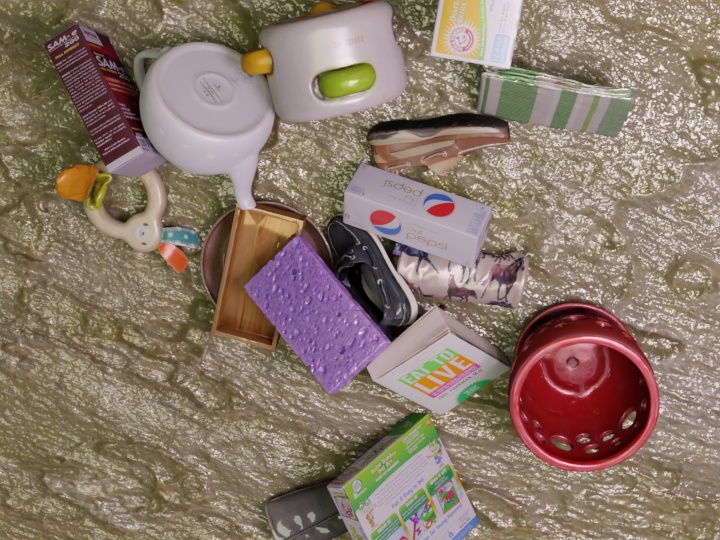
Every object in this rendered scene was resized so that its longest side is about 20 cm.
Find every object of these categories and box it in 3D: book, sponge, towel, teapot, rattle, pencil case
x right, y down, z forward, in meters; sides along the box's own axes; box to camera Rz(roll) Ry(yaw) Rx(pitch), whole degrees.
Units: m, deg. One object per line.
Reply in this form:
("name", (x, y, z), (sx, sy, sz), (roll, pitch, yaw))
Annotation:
("book", (0.113, 0.135, 1.553), (0.133, 0.200, 0.048), (-38, 54, 16))
("sponge", (-0.062, 0.061, 1.512), (0.112, 0.030, 0.200), (-44, 74, 13))
("towel", (0.255, -0.225, 1.447), (0.199, 0.153, 0.024), (10, 77, 5))
("teapot", (-0.222, -0.208, 1.508), (0.196, 0.201, 0.146), (11, 147, -18))
("rattle", (-0.326, -0.076, 1.564), (0.130, 0.143, 0.201), (-34, 93, -5))
("pencil case", (0.143, 0.000, 1.553), (0.199, 0.078, 0.090), (8, 95, 5))

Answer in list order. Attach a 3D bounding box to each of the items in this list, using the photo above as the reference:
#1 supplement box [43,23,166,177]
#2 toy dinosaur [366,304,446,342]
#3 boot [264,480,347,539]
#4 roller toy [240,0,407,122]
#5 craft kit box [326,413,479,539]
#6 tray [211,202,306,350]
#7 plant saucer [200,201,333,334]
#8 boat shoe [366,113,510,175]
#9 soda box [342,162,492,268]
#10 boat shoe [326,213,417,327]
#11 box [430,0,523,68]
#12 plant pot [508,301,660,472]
("supplement box", (-0.349, -0.232, 1.511), (0.061, 0.109, 0.201), (-29, 87, 10))
("toy dinosaur", (-0.007, 0.085, 1.597), (0.181, 0.105, 0.200), (37, 73, -9))
("boot", (-0.029, 0.400, 1.688), (0.199, 0.073, 0.183), (-30, 80, 7))
("roller toy", (-0.039, -0.284, 1.442), (0.199, 0.182, 0.141), (0, 110, 39))
("craft kit box", (0.067, 0.346, 1.610), (0.048, 0.200, 0.198), (-7, 111, 49))
("tray", (-0.148, 0.007, 1.578), (0.098, 0.037, 0.201), (14, 108, 3))
("plant saucer", (-0.135, -0.007, 1.609), (0.199, 0.037, 0.202), (2, 107, 7))
("boat shoe", (0.110, -0.173, 1.517), (0.199, 0.076, 0.074), (-2, 111, 16))
("soda box", (0.077, -0.077, 1.516), (0.199, 0.064, 0.068), (20, 143, 12))
("boat shoe", (-0.001, 0.002, 1.535), (0.200, 0.066, 0.075), (57, 141, 20))
("box", (0.152, -0.329, 1.394), (0.101, 0.200, 0.113), (10, 107, 4))
("plant pot", (0.306, 0.154, 1.522), (0.199, 0.183, 0.202), (2, 105, 7))
